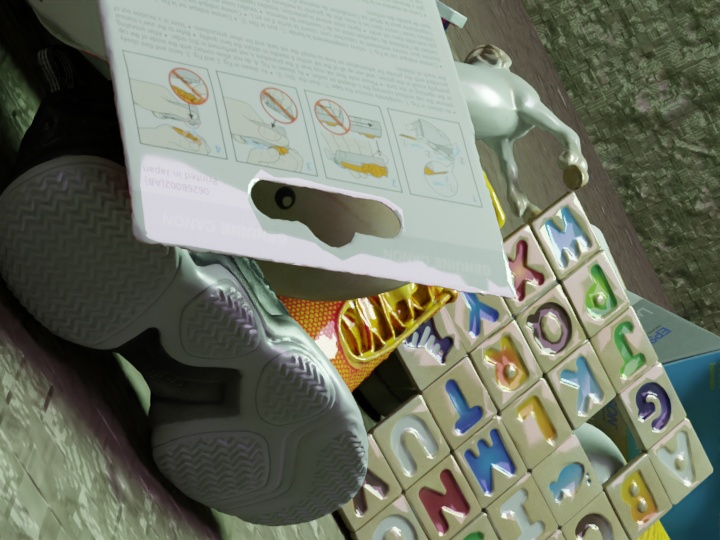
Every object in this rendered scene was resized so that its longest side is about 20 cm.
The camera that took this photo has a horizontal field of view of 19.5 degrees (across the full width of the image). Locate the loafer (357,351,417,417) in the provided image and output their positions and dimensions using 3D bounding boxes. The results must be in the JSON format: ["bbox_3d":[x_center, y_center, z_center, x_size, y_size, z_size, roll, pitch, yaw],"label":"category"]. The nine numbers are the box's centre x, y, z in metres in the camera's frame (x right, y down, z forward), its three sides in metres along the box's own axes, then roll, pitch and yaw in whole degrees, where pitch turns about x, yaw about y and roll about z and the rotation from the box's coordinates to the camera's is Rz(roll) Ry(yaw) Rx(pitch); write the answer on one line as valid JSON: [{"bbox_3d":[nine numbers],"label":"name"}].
[{"bbox_3d":[0.000,0.000,1.059,0.200,0.067,0.076,51,18,-50],"label":"loafer"}]

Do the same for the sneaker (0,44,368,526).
[{"bbox_3d":[-0.060,0.003,0.765,0.200,0.075,0.114,52,20,-40],"label":"sneaker"}]

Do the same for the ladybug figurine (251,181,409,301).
[{"bbox_3d":[-0.016,-0.057,0.923,0.200,0.136,0.072,-106,-169,-61],"label":"ladybug figurine"}]

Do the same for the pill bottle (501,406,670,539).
[{"bbox_3d":[0.103,0.149,1.104,0.200,0.113,0.113,57,14,-32],"label":"pill bottle"}]

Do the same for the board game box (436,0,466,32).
[{"bbox_3d":[-0.048,-0.156,0.953,0.200,0.026,0.200,30,6,-4],"label":"board game box"}]

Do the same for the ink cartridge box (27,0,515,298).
[{"bbox_3d":[-0.038,-0.075,0.753,0.162,0.050,0.200,9,56,-36],"label":"ink cartridge box"}]

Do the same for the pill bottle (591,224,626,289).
[{"bbox_3d":[0.150,0.079,1.448,0.200,0.114,0.114,69,12,14],"label":"pill bottle"}]

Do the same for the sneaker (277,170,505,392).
[{"bbox_3d":[0.002,0.005,0.936,0.073,0.077,0.200,62,38,-22],"label":"sneaker"}]

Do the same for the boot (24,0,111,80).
[{"bbox_3d":[-0.119,-0.133,0.845,0.200,0.074,0.096,53,-7,-23],"label":"boot"}]

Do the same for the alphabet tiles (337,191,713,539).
[{"bbox_3d":[0.073,0.082,1.009,0.008,0.200,0.167,-6,-64,56],"label":"alphabet tiles"}]

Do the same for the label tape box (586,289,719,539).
[{"bbox_3d":[0.147,0.088,1.186,0.200,0.063,0.144,28,-44,42],"label":"label tape box"}]

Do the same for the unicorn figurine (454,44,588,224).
[{"bbox_3d":[0.065,-0.086,1.192,0.200,0.074,0.137,24,33,-50],"label":"unicorn figurine"}]
